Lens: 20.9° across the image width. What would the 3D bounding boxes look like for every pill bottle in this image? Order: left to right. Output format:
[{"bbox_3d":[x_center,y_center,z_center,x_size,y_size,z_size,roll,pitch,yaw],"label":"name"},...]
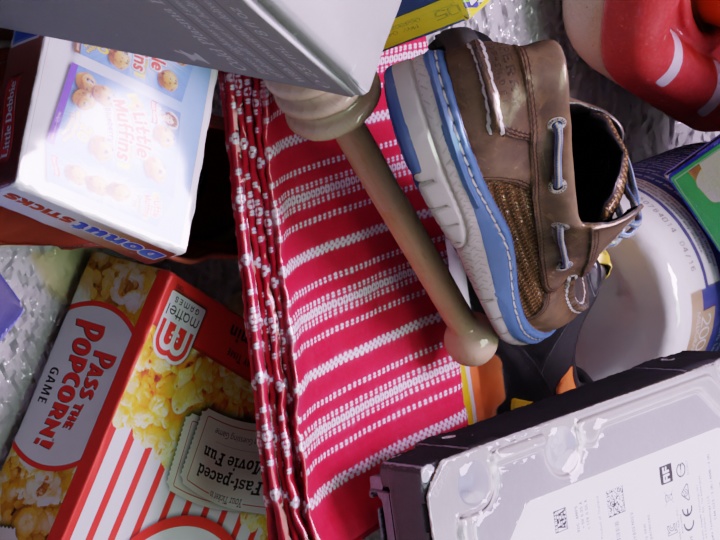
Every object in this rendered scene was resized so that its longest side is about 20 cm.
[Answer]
[{"bbox_3d":[0.164,-0.005,1.005,0.199,0.110,0.112,-19,116,-49],"label":"pill bottle"}]

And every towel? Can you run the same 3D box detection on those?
[{"bbox_3d":[0.000,0.000,0.762,0.144,0.022,0.202,-18,104,-58],"label":"towel"}]

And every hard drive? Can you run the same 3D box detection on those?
[{"bbox_3d":[0.094,0.121,0.799,0.199,0.038,0.141,-13,98,-41],"label":"hard drive"}]

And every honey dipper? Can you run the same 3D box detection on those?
[{"bbox_3d":[0.011,-0.025,0.731,0.038,0.038,0.200,-57,139,-25],"label":"honey dipper"}]

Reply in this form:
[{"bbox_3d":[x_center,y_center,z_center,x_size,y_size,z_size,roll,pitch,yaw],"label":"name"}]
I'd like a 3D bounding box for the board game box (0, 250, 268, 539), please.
[{"bbox_3d":[-0.084,0.115,0.766,0.151,0.046,0.201,35,73,-52],"label":"board game box"}]

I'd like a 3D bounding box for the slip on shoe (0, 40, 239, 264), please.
[{"bbox_3d":[-0.090,-0.037,0.699,0.199,0.061,0.075,10,94,-54],"label":"slip on shoe"}]

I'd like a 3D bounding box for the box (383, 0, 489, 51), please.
[{"bbox_3d":[0.035,-0.146,0.770,0.065,0.070,0.200,65,31,-14],"label":"box"}]

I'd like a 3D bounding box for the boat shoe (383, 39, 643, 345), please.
[{"bbox_3d":[0.071,-0.026,0.748,0.200,0.072,0.073,48,27,-65],"label":"boat shoe"}]

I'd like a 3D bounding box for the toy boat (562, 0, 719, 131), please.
[{"bbox_3d":[0.190,-0.143,0.980,0.200,0.130,0.132,19,85,-54],"label":"toy boat"}]

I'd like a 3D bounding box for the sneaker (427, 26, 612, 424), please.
[{"bbox_3d":[0.069,-0.019,0.880,0.089,0.070,0.201,-9,119,-12],"label":"sneaker"}]

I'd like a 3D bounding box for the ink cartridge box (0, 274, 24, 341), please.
[{"bbox_3d":[-0.190,0.010,0.572,0.137,0.076,0.201,-55,140,-26],"label":"ink cartridge box"}]

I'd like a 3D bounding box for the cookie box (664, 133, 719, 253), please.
[{"bbox_3d":[0.264,-0.006,0.956,0.171,0.075,0.201,-29,84,-50],"label":"cookie box"}]

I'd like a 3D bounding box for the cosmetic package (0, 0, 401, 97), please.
[{"bbox_3d":[-0.085,-0.121,0.567,0.107,0.199,0.091,36,70,-49],"label":"cosmetic package"}]

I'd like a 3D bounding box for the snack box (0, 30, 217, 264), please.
[{"bbox_3d":[-0.077,-0.109,0.672,0.072,0.024,0.202,23,67,-39],"label":"snack box"}]
